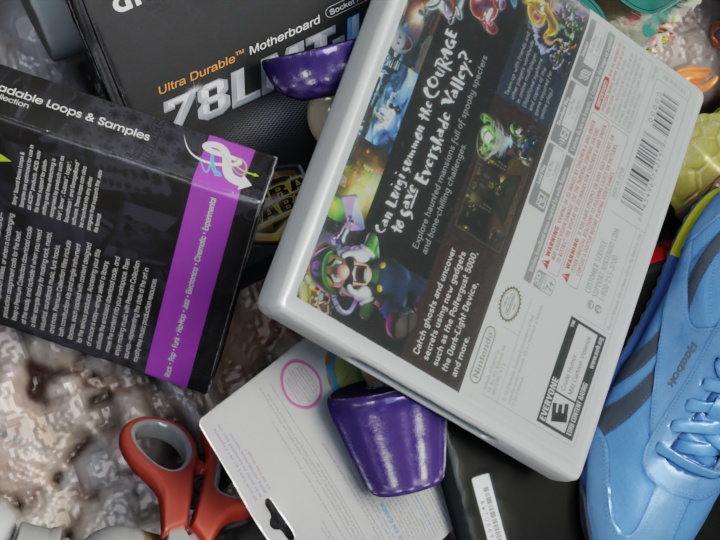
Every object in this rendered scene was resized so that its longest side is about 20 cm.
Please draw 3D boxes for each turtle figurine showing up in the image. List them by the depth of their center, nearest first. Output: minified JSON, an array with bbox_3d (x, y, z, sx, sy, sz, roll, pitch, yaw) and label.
[{"bbox_3d":[0.189,-0.046,1.190,0.200,0.064,0.161,-45,93,-7],"label":"turtle figurine"}]

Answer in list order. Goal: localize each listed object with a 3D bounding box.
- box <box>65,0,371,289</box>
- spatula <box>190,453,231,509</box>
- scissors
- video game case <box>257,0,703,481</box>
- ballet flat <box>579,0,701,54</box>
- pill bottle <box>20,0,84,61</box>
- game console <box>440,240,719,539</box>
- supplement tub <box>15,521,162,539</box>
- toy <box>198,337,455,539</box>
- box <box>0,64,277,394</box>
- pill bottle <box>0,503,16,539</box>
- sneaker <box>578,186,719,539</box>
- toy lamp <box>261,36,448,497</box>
[{"bbox_3d":[-0.022,-0.104,1.114,0.199,0.050,0.199,-25,135,-8],"label":"box"},{"bbox_3d":[-0.017,0.043,1.179,0.200,0.021,0.057,-46,109,-5],"label":"spatula"},{"bbox_3d":[-0.073,0.123,1.072,0.073,0.200,0.014,13,118,-13],"label":"scissors"},{"bbox_3d":[0.059,-0.034,1.065,0.181,0.023,0.201,31,70,-31],"label":"video game case"},{"bbox_3d":[0.131,-0.143,1.129,0.064,0.200,0.076,-38,85,-28],"label":"ballet flat"},{"bbox_3d":[-0.074,-0.180,1.137,0.199,0.114,0.115,-26,91,-8],"label":"pill bottle"},{"bbox_3d":[0.122,0.100,1.140,0.176,0.031,0.202,-17,95,-17],"label":"game console"},{"bbox_3d":[-0.077,0.201,1.102,0.198,0.145,0.146,17,85,-6],"label":"supplement tub"},{"bbox_3d":[0.008,0.074,1.130,0.200,0.047,0.116,-37,97,-39],"label":"toy"},{"bbox_3d":[-0.147,-0.028,1.102,0.198,0.143,0.036,18,49,-2],"label":"box"},{"bbox_3d":[-0.267,0.112,1.100,0.199,0.109,0.109,30,84,-6],"label":"pill bottle"},{"bbox_3d":[0.159,0.050,1.096,0.066,0.078,0.201,24,85,-18],"label":"sneaker"},{"bbox_3d":[0.000,0.000,1.068,0.058,0.058,0.202,-14,94,-8],"label":"toy lamp"}]
